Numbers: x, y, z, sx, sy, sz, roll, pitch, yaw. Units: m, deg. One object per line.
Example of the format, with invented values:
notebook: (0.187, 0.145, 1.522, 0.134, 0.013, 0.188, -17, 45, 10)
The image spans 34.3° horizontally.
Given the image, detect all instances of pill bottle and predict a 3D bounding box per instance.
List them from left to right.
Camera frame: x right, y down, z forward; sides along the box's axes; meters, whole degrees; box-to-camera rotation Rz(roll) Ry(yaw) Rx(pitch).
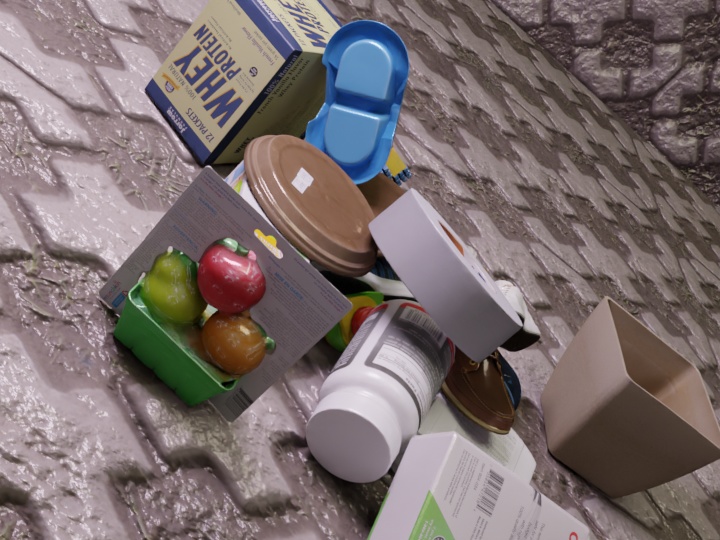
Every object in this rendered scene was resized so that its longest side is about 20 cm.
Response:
pill bottle: (0.022, 0.129, 1.261, 0.114, 0.114, 0.200, 43, 38, -6)

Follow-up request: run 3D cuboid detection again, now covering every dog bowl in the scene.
dog bowl: (0.001, -0.208, 1.451, 0.111, 0.202, 0.050, 16, 12, 13)

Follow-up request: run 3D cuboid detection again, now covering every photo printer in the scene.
photo printer: (0.124, 0.217, 1.366, 0.166, 0.069, 0.200, 44, 24, 1)

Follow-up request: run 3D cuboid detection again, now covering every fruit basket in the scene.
fruit basket: (-0.130, 0.025, 1.099, 0.185, 0.200, 0.094, 43, 26, -4)

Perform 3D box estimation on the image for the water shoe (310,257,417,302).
water shoe: (0.000, 0.000, 1.476, 0.199, 0.071, 0.080, 18, 54, -47)

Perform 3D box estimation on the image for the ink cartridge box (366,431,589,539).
ink cartridge box: (0.118, 0.277, 1.176, 0.200, 0.084, 0.146, 37, 62, -20)

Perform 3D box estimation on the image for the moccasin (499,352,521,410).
moccasin: (0.147, 0.111, 1.549, 0.200, 0.080, 0.068, 40, 23, -11)

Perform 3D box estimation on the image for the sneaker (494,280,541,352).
sneaker: (0.175, 0.050, 1.523, 0.085, 0.072, 0.200, 67, 13, 21)

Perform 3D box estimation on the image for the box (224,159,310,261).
box: (-0.123, -0.029, 1.294, 0.101, 0.112, 0.201, 38, 26, -19)

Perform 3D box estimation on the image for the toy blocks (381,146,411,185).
toy blocks: (0.017, -0.170, 1.708, 0.137, 0.100, 0.200, 52, -3, 34)

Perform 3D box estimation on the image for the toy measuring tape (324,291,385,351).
toy measuring tape: (-0.037, 0.067, 1.361, 0.199, 0.074, 0.074, -8, 56, -43)

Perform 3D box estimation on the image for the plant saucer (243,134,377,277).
plant saucer: (-0.048, -0.080, 1.324, 0.200, 0.029, 0.201, 37, 28, -24)

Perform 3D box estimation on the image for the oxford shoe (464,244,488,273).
oxford shoe: (0.106, 0.007, 1.568, 0.058, 0.075, 0.200, 46, -19, -16)

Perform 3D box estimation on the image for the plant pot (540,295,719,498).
plant pot: (0.365, 0.197, 1.647, 0.199, 0.177, 0.200, 37, 26, -18)

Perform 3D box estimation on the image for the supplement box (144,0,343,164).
supplement box: (-0.131, -0.255, 1.518, 0.134, 0.200, 0.199, 50, 26, 15)

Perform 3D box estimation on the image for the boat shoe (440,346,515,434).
boat shoe: (0.130, 0.111, 1.384, 0.072, 0.068, 0.201, 16, 28, -32)

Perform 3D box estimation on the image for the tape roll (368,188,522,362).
tape roll: (0.096, 0.005, 1.310, 0.201, 0.066, 0.200, 50, 9, -11)

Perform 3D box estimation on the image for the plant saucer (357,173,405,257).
plant saucer: (-0.007, -0.089, 1.490, 0.199, 0.030, 0.201, 21, 31, -13)
